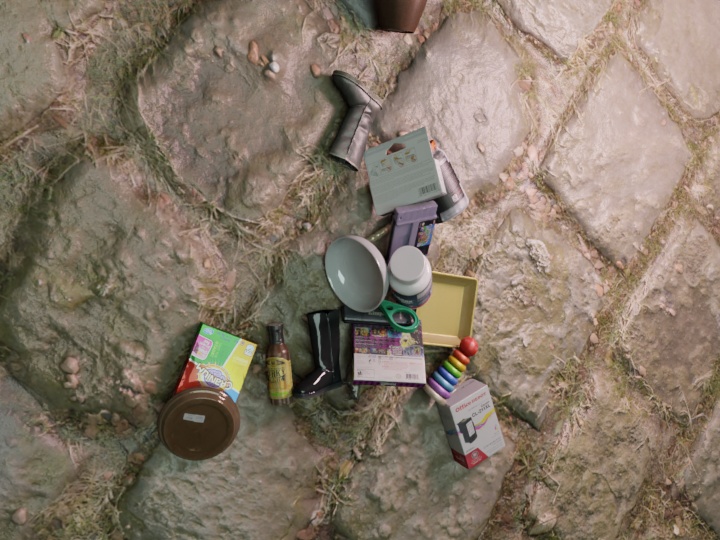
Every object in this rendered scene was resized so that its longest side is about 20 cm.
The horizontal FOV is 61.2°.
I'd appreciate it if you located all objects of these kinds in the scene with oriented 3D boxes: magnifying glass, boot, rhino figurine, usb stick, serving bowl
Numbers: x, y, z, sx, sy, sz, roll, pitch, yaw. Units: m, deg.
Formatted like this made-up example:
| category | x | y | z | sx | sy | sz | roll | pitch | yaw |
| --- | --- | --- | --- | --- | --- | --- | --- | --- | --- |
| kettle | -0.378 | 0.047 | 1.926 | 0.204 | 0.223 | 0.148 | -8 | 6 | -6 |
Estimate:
| category | x | y | z | sx | sy | sz | roll | pitch | yaw |
| --- | --- | --- | --- | --- | --- | --- | --- | --- | --- |
| magnifying glass | 0.070 | 0.097 | 1.609 | 0.079 | 0.198 | 0.023 | -34 | 148 | -40 |
| boot | -0.115 | 0.210 | 1.566 | 0.162 | 0.064 | 0.208 | -10 | 102 | -49 |
| rhino figurine | 0.014 | 0.270 | 1.643 | 0.087 | 0.060 | 0.201 | 42 | 75 | -4 |
| usb stick | 0.043 | 0.122 | 1.616 | 0.193 | 0.056 | 0.033 | 5 | 130 | -9 |
| serving bowl | 0.000 | 0.000 | 1.564 | 0.065 | 0.196 | 0.206 | -31 | 106 | -44 |
| boot | -0.037 | -0.390 | 1.589 | 0.179 | 0.072 | 0.204 | 29 | 88 | -20 |

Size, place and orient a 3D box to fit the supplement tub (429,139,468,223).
| category | x | y | z | sx | sy | sz | roll | pitch | yaw |
| --- | --- | --- | --- | --- | --- | --- | --- | --- | --- |
| supplement tub | 0.205 | -0.244 | 1.668 | 0.121 | 0.122 | 0.204 | -35 | 106 | -18 |

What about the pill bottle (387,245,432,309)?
| category | x | y | z | sx | sy | sz | roll | pitch | yaw |
| --- | --- | --- | --- | --- | --- | --- | --- | --- | --- |
| pill bottle | 0.127 | 0.016 | 1.579 | 0.115 | 0.201 | 0.124 | -3 | 70 | 8 |

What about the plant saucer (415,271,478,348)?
| category | x | y | z | sx | sy | sz | roll | pitch | yaw |
| --- | --- | --- | --- | --- | --- | --- | --- | --- | --- |
| plant saucer | 0.235 | 0.112 | 1.741 | 0.194 | 0.048 | 0.207 | 8 | 89 | -24 |

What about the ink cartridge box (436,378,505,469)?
| category | x | y | z | sx | sy | sz | roll | pitch | yaw |
| --- | --- | --- | --- | --- | --- | --- | --- | --- | --- |
| ink cartridge box | 0.322 | 0.446 | 1.780 | 0.143 | 0.082 | 0.206 | -24 | 103 | -20 |

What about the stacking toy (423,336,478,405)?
| category | x | y | z | sx | sy | sz | roll | pitch | yaw |
| --- | --- | --- | --- | --- | --- | --- | --- | --- | --- |
| stacking toy | 0.264 | 0.277 | 1.720 | 0.085 | 0.085 | 0.202 | 37 | 92 | -20 |

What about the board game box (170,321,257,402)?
| category | x | y | z | sx | sy | sz | roll | pitch | yaw |
| --- | --- | --- | --- | --- | --- | --- | --- | --- | --- |
| board game box | -0.358 | 0.250 | 1.488 | 0.150 | 0.040 | 0.206 | 23 | 84 | -24 |

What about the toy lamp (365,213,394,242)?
| category | x | y | z | sx | sy | sz | roll | pitch | yaw |
| --- | --- | --- | --- | --- | --- | --- | --- | --- | --- |
| toy lamp | 0.058 | -0.104 | 1.646 | 0.197 | 0.058 | 0.059 | -33 | 105 | -20 |

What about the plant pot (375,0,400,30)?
| category | x | y | z | sx | sy | sz | roll | pitch | yaw |
| --- | --- | --- | --- | --- | --- | --- | --- | --- | --- |
| plant pot | 0.108 | -0.732 | 1.583 | 0.181 | 0.187 | 0.207 | -2 | 109 | -23 |

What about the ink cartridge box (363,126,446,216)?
| category | x | y | z | sx | sy | sz | roll | pitch | yaw |
| --- | --- | --- | --- | --- | --- | --- | --- | --- | --- |
| ink cartridge box | 0.113 | -0.257 | 1.602 | 0.043 | 0.195 | 0.180 | -3 | 78 | -64 |

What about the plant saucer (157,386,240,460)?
| category | x | y | z | sx | sy | sz | roll | pitch | yaw |
| --- | --- | --- | --- | --- | --- | --- | --- | --- | --- |
| plant saucer | -0.385 | 0.373 | 1.455 | 0.193 | 0.030 | 0.207 | -5 | 112 | -13 |

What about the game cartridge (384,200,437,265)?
| category | x | y | z | sx | sy | sz | roll | pitch | yaw |
| --- | --- | --- | --- | --- | --- | --- | --- | --- | --- |
| game cartridge | 0.135 | -0.089 | 1.632 | 0.126 | 0.039 | 0.204 | -10 | 134 | -20 |

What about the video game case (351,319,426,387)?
| category | x | y | z | sx | sy | sz | roll | pitch | yaw |
| --- | --- | --- | --- | --- | --- | --- | --- | --- | --- |
| video game case | 0.072 | 0.213 | 1.607 | 0.193 | 0.036 | 0.186 | 4 | 59 | -9 |

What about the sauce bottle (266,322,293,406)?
| category | x | y | z | sx | sy | sz | roll | pitch | yaw |
| --- | --- | --- | --- | --- | --- | --- | --- | --- | --- |
| sauce bottle | -0.208 | 0.237 | 1.543 | 0.063 | 0.064 | 0.208 | -8 | 95 | -23 |
